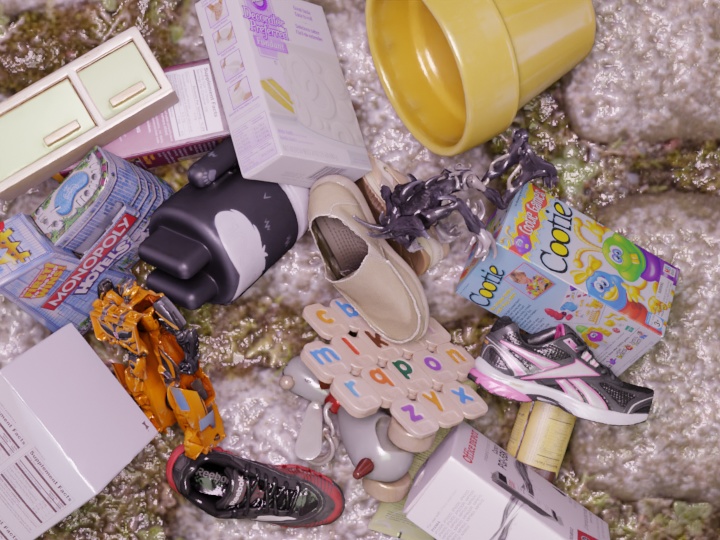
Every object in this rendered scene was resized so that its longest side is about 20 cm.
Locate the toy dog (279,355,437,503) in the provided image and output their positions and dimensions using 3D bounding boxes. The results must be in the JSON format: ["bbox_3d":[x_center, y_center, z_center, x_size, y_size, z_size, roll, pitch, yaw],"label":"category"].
[{"bbox_3d":[-0.020,0.165,1.268,0.200,0.096,0.132,12,104,38],"label":"toy dog"}]

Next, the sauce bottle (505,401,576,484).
[{"bbox_3d":[0.191,0.204,1.357,0.065,0.065,0.200,19,91,-5],"label":"sauce bottle"}]

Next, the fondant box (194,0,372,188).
[{"bbox_3d":[-0.078,-0.187,1.260,0.058,0.144,0.200,-29,71,34],"label":"fondant box"}]

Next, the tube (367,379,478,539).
[{"bbox_3d":[0.074,0.204,1.359,0.058,0.052,0.200,21,95,36],"label":"tube"}]

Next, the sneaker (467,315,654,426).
[{"bbox_3d":[0.218,0.102,1.278,0.200,0.080,0.086,14,97,-13],"label":"sneaker"}]

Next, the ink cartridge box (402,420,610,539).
[{"bbox_3d":[0.153,0.256,1.258,0.200,0.147,0.083,36,102,2],"label":"ink cartridge box"}]

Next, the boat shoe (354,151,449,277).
[{"bbox_3d":[0.019,-0.082,1.339,0.200,0.072,0.065,50,45,9],"label":"boat shoe"}]

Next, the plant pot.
[{"bbox_3d":[0.134,-0.245,1.287,0.189,0.201,0.201,-25,93,-19],"label":"plant pot"}]

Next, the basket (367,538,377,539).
[{"bbox_3d":[-0.047,0.389,1.278,0.200,0.198,0.161,-8,90,-4],"label":"basket"}]

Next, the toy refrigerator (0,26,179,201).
[{"bbox_3d":[-0.283,-0.152,1.197,0.200,0.070,0.076,-31,90,-5],"label":"toy refrigerator"}]

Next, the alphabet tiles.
[{"bbox_3d":[0.034,0.096,1.282,0.196,0.200,0.015,46,127,27],"label":"alphabet tiles"}]

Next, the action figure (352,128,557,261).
[{"bbox_3d":[0.098,-0.061,1.229,0.200,0.119,0.102,-26,119,-8],"label":"action figure"}]

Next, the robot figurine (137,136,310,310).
[{"bbox_3d":[-0.138,-0.046,1.271,0.125,0.150,0.200,47,55,-2],"label":"robot figurine"}]

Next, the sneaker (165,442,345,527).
[{"bbox_3d":[-0.112,0.238,1.318,0.200,0.098,0.071,16,88,-6],"label":"sneaker"}]

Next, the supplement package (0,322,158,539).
[{"bbox_3d":[-0.345,0.185,1.240,0.200,0.152,0.151,-36,94,21],"label":"supplement package"}]

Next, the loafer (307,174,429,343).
[{"bbox_3d":[0.000,0.000,1.256,0.076,0.068,0.200,-23,109,33],"label":"loafer"}]

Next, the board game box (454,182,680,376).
[{"bbox_3d":[0.222,0.010,1.316,0.200,0.105,0.103,29,51,-5],"label":"board game box"}]

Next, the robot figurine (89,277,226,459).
[{"bbox_3d":[-0.211,0.097,1.263,0.058,0.145,0.200,-43,130,-34],"label":"robot figurine"}]

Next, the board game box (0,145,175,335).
[{"bbox_3d":[-0.290,-0.023,1.231,0.200,0.200,0.062,-46,71,7],"label":"board game box"}]

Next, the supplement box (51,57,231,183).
[{"bbox_3d":[-0.231,-0.155,1.291,0.200,0.110,0.086,-13,89,-4],"label":"supplement box"}]
